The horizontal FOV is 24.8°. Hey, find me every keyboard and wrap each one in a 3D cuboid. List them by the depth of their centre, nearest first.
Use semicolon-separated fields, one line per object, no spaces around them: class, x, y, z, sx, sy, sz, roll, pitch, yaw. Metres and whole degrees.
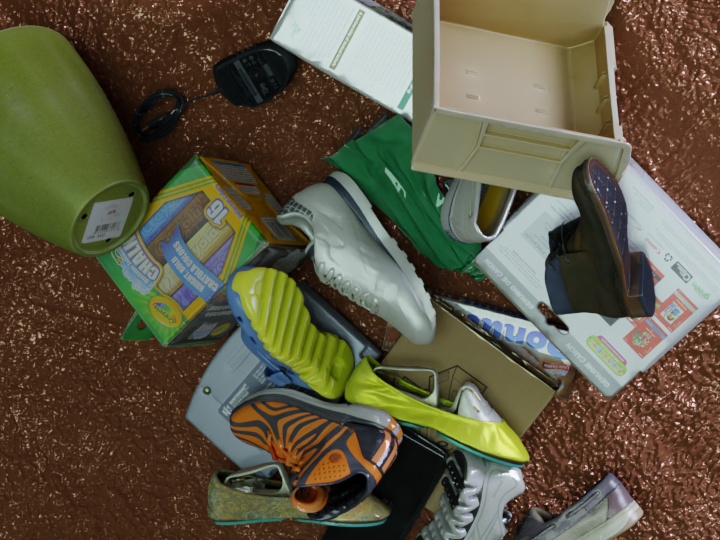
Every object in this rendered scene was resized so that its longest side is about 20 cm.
keyboard;0.000;0.238;1.728;0.127;0.021;0.200;30;116;3

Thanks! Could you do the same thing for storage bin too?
storage bin;0.148;-0.180;1.511;0.198;0.201;0.094;9;144;-12

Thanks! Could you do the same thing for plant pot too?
plant pot;-0.302;-0.109;1.623;0.200;0.187;0.187;44;108;28

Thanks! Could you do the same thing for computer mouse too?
computer mouse;-0.152;-0.186;1.695;0.199;0.034;0.059;-20;113;20

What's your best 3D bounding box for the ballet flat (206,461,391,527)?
ballet flat;-0.068;0.231;1.701;0.199;0.071;0.071;-2;101;17

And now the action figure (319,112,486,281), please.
action figure;0.064;-0.065;1.643;0.118;0.055;0.200;-22;114;46

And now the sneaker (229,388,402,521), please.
sneaker;-0.064;0.185;1.642;0.199;0.112;0.078;1;135;33

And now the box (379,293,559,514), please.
box;0.085;0.146;1.691;0.163;0.021;0.200;36;114;2

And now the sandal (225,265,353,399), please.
sandal;-0.086;0.065;1.632;0.087;0.080;0.200;3;146;31

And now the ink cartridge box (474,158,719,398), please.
ink cartridge box;0.241;-0.007;1.610;0.176;0.084;0.200;-44;89;15

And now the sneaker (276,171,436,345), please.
sneaker;0.000;0.000;1.623;0.080;0.076;0.200;-32;75;-20

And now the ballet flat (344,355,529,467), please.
ballet flat;0.081;0.137;1.645;0.199;0.067;0.067;19;98;11

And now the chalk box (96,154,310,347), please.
chalk box;-0.172;-0.004;1.671;0.200;0.124;0.124;-42;75;16

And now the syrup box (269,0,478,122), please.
syrup box;0.020;-0.214;1.621;0.200;0.079;0.082;32;104;5

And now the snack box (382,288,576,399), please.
snack box;0.125;0.071;1.682;0.199;0.024;0.072;15;107;10

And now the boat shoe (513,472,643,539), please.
boat shoe;0.193;0.273;1.688;0.200;0.072;0.065;-31;81;19

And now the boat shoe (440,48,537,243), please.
boat shoe;0.140;-0.120;1.589;0.071;0.070;0.201;26;83;-28

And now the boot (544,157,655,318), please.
boot;0.201;-0.020;1.500;0.097;0.075;0.200;-8;136;22

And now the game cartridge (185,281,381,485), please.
game cartridge;-0.089;0.114;1.734;0.133;0.041;0.200;41;106;-2

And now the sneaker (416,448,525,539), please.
sneaker;0.109;0.274;1.690;0.081;0.075;0.201;8;123;-20
